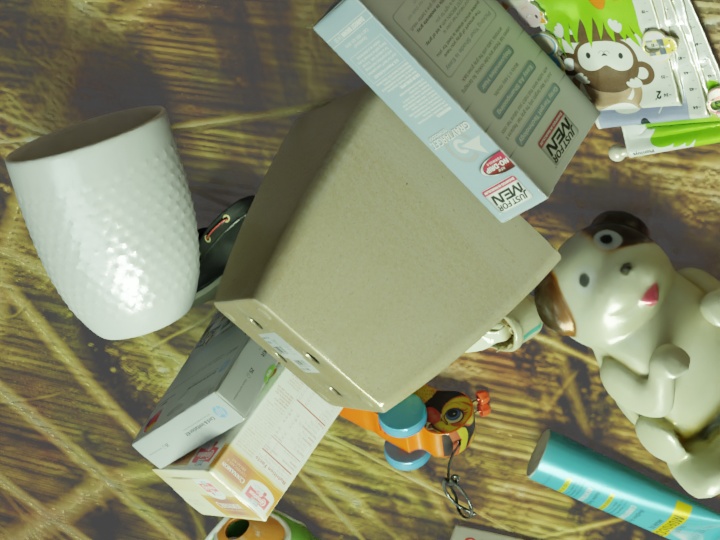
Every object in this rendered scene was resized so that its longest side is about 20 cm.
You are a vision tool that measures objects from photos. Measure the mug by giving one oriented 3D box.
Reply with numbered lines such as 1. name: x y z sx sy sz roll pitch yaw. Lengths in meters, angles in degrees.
1. mug: -0.220 -0.044 1.243 0.146 0.200 0.177 -18 107 -7

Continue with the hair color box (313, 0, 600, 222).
1. hair color box: 0.072 -0.143 0.998 0.200 0.099 0.060 44 146 -12

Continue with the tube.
1. tube: 0.258 0.215 1.323 0.198 0.051 0.078 25 153 -1

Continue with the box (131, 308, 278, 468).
1. box: -0.115 0.075 1.272 0.041 0.201 0.155 42 138 -13

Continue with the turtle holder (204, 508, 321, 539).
1. turtle holder: -0.115 0.345 1.628 0.131 0.141 0.185 40 -179 9

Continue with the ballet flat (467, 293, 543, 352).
1. ballet flat: 0.065 0.042 1.236 0.198 0.070 0.070 3 134 29

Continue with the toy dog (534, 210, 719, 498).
1. toy dog: 0.233 0.045 1.105 0.200 0.139 0.194 47 179 -22

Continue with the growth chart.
1. growth chart: 0.186 -0.160 0.990 0.144 0.018 0.201 -13 124 40

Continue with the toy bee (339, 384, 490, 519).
1. toy bee: 0.068 0.147 1.334 0.200 0.108 0.131 47 153 18

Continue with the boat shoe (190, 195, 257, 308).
1. boat shoe: -0.134 -0.012 1.304 0.201 0.073 0.064 -34 83 55

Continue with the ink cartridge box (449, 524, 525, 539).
1. ink cartridge box: 0.146 0.402 1.460 0.145 0.201 0.146 10 139 21

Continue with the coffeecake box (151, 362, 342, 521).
1. coffeecake box: -0.086 0.127 1.281 0.073 0.201 0.153 43 157 -17

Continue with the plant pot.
1. plant pot: 0.000 0.000 1.090 0.200 0.178 0.199 40 165 -14
